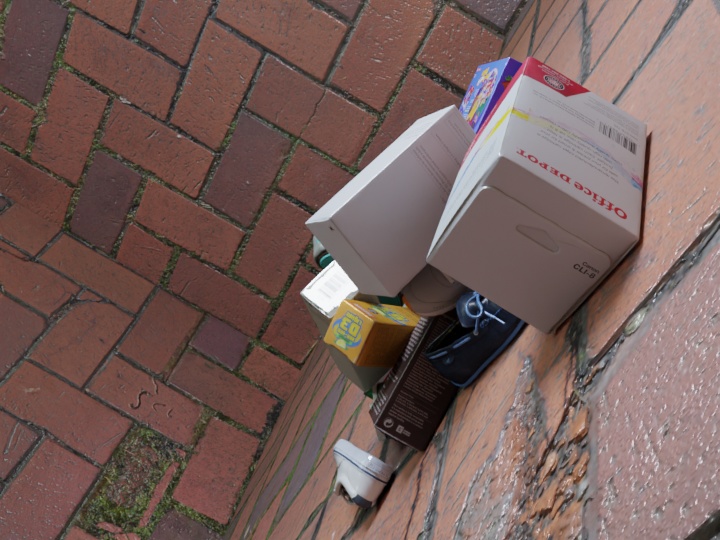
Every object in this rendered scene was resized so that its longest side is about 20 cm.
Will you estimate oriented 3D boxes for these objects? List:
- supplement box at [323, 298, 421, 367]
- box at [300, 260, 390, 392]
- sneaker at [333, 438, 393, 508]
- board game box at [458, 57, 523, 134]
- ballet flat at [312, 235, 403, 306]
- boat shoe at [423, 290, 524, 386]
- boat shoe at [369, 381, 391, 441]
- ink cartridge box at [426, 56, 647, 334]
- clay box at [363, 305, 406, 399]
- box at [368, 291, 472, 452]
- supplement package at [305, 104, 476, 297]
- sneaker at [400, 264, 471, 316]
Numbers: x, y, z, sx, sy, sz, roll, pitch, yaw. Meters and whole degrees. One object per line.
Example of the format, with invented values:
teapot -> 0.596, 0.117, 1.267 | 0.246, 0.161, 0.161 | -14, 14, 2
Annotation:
supplement box -> 0.041, 0.087, 1.178 | 0.199, 0.066, 0.069 | 7, -69, -54
box -> -0.010, 0.078, 1.227 | 0.082, 0.068, 0.201 | -42, -36, -18
sneaker -> -0.012, 0.281, 1.209 | 0.071, 0.073, 0.200 | -58, 3, -11
board game box -> 0.172, -0.214, 1.205 | 0.200, 0.044, 0.136 | -108, 42, -79
ballet flat -> 0.000, 0.000, 1.263 | 0.067, 0.200, 0.064 | -28, 47, 19
boat shoe -> 0.133, 0.055, 0.977 | 0.201, 0.068, 0.084 | -58, 4, 32
boat shoe -> 0.052, 0.196, 1.254 | 0.061, 0.074, 0.200 | -16, 1, 5
ink cartridge box -> 0.172, -0.075, 0.846 | 0.145, 0.144, 0.201 | -57, 4, 41
clay box -> 0.067, 0.126, 1.511 | 0.115, 0.047, 0.200 | -59, 5, 30
box -> 0.089, 0.116, 1.105 | 0.202, 0.074, 0.100 | -62, 3, -1
supplement package -> 0.053, -0.079, 1.030 | 0.200, 0.117, 0.117 | -42, 13, -13
sneaker -> 0.129, -0.026, 1.011 | 0.199, 0.076, 0.092 | -34, -18, -14
